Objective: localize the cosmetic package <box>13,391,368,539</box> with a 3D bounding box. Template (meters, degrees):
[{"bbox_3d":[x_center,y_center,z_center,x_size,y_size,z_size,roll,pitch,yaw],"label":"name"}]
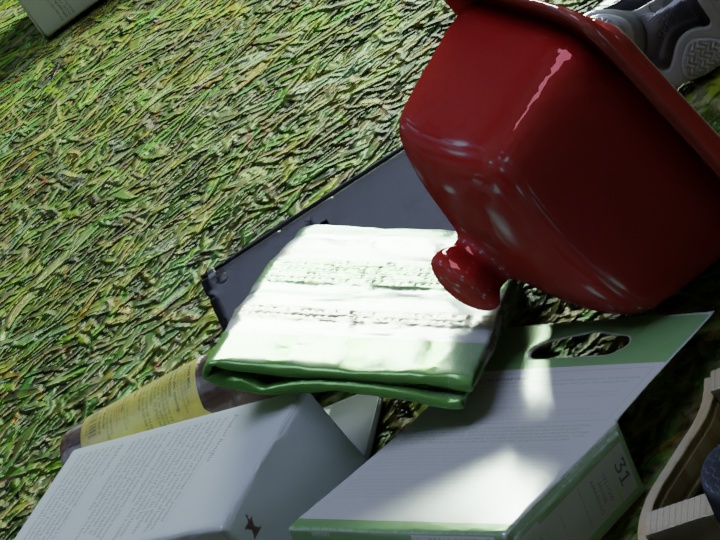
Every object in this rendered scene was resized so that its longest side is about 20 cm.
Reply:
[{"bbox_3d":[-0.097,0.138,1.128,0.200,0.071,0.101,-17,31,43],"label":"cosmetic package"}]

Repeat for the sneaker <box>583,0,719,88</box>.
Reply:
[{"bbox_3d":[0.173,-0.156,1.317,0.200,0.076,0.114,-29,25,1],"label":"sneaker"}]

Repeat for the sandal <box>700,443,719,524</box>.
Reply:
[{"bbox_3d":[0.244,0.069,0.880,0.200,0.043,0.076,-20,21,18],"label":"sandal"}]

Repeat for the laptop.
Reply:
[{"bbox_3d":[0.000,0.000,1.333,0.177,0.103,0.200,-33,51,6],"label":"laptop"}]

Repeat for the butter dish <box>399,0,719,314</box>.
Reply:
[{"bbox_3d":[0.096,-0.043,1.096,0.148,0.200,0.199,-49,27,-3],"label":"butter dish"}]

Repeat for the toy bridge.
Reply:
[{"bbox_3d":[0.158,0.113,0.932,0.067,0.027,0.200,-23,28,25],"label":"toy bridge"}]

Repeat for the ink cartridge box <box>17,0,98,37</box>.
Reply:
[{"bbox_3d":[-0.274,-0.345,2.154,0.200,0.084,0.145,-35,25,2],"label":"ink cartridge box"}]

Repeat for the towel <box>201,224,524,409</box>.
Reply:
[{"bbox_3d":[0.010,0.024,1.146,0.149,0.031,0.200,2,23,14],"label":"towel"}]

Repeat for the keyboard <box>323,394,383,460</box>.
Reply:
[{"bbox_3d":[-0.025,0.135,1.139,0.056,0.011,0.200,-18,31,23],"label":"keyboard"}]

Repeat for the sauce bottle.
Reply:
[{"bbox_3d":[-0.084,0.080,1.225,0.200,0.065,0.065,-29,26,24],"label":"sauce bottle"}]

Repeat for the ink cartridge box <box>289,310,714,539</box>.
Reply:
[{"bbox_3d":[0.079,0.092,1.043,0.145,0.048,0.200,-6,23,45],"label":"ink cartridge box"}]
